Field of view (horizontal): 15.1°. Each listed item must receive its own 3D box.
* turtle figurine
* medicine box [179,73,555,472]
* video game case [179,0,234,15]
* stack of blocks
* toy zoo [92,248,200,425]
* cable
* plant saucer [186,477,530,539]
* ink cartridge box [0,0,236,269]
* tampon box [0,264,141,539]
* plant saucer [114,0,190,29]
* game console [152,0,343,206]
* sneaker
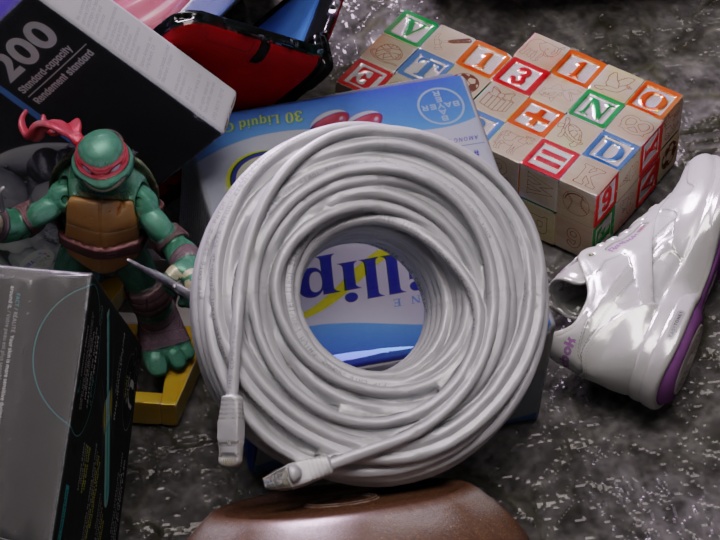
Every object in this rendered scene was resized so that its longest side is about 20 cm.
[{"bbox_3d":[-0.149,-0.016,1.559,0.149,0.201,0.101,13,55,9],"label":"turtle figurine"},{"bbox_3d":[0.000,0.000,1.626,0.181,0.103,0.201,-10,54,-12],"label":"medicine box"},{"bbox_3d":[-0.081,-0.193,1.785,0.023,0.200,0.182,45,53,-5],"label":"video game case"},{"bbox_3d":[0.096,-0.098,1.772,0.199,0.059,0.115,25,50,23],"label":"stack of blocks"},{"bbox_3d":[-0.172,0.037,1.666,0.198,0.021,0.132,3,46,3],"label":"toy zoo"},{"bbox_3d":[0.004,0.020,1.499,0.198,0.069,0.202,-5,79,-12],"label":"cable"},{"bbox_3d":[-0.009,0.140,1.465,0.199,0.037,0.200,-6,3,0],"label":"plant saucer"},{"bbox_3d":[-0.210,-0.099,1.588,0.200,0.198,0.044,37,40,-22],"label":"ink cartridge box"},{"bbox_3d":[-0.200,0.087,1.461,0.125,0.200,0.151,6,77,5],"label":"tampon box"},{"bbox_3d":[-0.209,-0.225,1.897,0.199,0.051,0.201,-1,44,1],"label":"plant saucer"},{"bbox_3d":[-0.111,-0.129,1.692,0.172,0.200,0.119,13,53,-40],"label":"game console"},{"bbox_3d":[0.175,-0.007,1.672,0.099,0.075,0.201,15,47,13],"label":"sneaker"}]
